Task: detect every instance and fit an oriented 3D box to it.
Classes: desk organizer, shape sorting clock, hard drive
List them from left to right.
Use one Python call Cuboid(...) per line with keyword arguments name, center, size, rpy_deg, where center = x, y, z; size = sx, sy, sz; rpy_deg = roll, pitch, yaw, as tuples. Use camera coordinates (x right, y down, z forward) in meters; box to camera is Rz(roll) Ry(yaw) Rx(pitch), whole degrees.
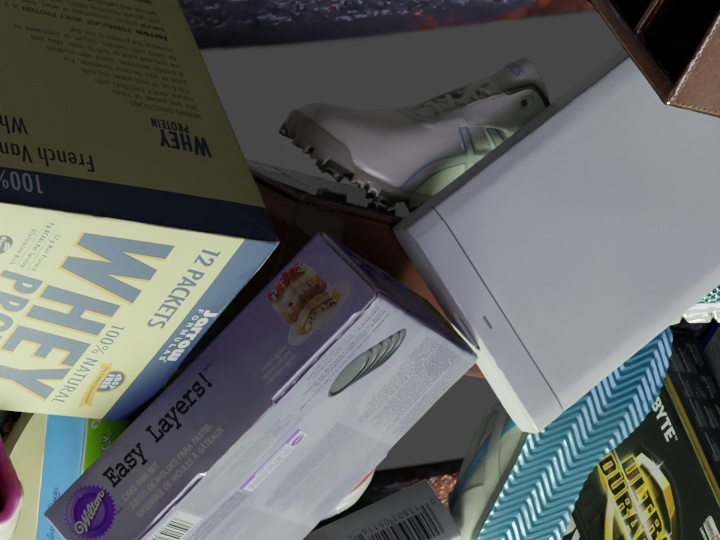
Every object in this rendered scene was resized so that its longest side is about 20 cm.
Cuboid(name="shape sorting clock", center=(-0.117, 0.099, 1.422), size=(0.200, 0.039, 0.200), rpy_deg=(-36, 142, -35))
Cuboid(name="desk organizer", center=(0.000, 0.000, 1.469), size=(0.200, 0.072, 0.077), rpy_deg=(12, 101, -48))
Cuboid(name="hard drive", center=(0.129, -0.027, 1.457), size=(0.200, 0.027, 0.132), rpy_deg=(-38, 105, -18))

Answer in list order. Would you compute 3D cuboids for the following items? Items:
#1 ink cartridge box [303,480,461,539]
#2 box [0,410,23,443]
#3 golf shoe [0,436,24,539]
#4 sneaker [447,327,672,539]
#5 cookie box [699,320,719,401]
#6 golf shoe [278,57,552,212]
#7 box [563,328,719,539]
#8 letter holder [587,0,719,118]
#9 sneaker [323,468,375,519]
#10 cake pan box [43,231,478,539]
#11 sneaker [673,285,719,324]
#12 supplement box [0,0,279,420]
Cuboid(name="ink cartridge box", center=(-0.038, 0.218, 1.728), size=(0.160, 0.047, 0.200), rpy_deg=(-23, 159, -26))
Cuboid(name="box", center=(-0.145, 0.057, 1.457), size=(0.199, 0.050, 0.200), rpy_deg=(-47, 156, -31))
Cuboid(name="golf shoe", center=(-0.218, 0.046, 1.275), size=(0.075, 0.200, 0.092), rpy_deg=(-40, -172, -20))
Cuboid(name="sneaker", center=(0.114, 0.091, 1.683), size=(0.076, 0.081, 0.200), rpy_deg=(25, 105, -27))
Cuboid(name="cookie box", center=(0.291, 0.079, 1.739), size=(0.171, 0.075, 0.200), rpy_deg=(1, 138, -25))
Cuboid(name="golf shoe", center=(0.052, -0.075, 1.471), size=(0.200, 0.078, 0.097), rpy_deg=(13, 105, -33))
Cuboid(name="box", center=(0.179, 0.160, 1.690), size=(0.049, 0.200, 0.160), rpy_deg=(7, 136, -32))
Cuboid(name="letter holder", center=(0.244, -0.150, 1.405), size=(0.200, 0.101, 0.142), rpy_deg=(10, 124, -33))
Cuboid(name="sneaker", center=(-0.092, 0.131, 1.655), size=(0.200, 0.077, 0.082), rpy_deg=(-31, 132, -2))
Cuboid(name="cake pan box", center=(-0.045, 0.082, 1.360), size=(0.200, 0.052, 0.184), rpy_deg=(-46, 158, 6))
Cuboid(name="sneaker", center=(0.184, -0.016, 1.581), size=(0.200, 0.078, 0.091), rpy_deg=(-18, 139, -3))
Cuboid(name="supplement box", center=(-0.177, -0.055, 1.257), size=(0.200, 0.200, 0.134), rpy_deg=(7, 135, -39))
